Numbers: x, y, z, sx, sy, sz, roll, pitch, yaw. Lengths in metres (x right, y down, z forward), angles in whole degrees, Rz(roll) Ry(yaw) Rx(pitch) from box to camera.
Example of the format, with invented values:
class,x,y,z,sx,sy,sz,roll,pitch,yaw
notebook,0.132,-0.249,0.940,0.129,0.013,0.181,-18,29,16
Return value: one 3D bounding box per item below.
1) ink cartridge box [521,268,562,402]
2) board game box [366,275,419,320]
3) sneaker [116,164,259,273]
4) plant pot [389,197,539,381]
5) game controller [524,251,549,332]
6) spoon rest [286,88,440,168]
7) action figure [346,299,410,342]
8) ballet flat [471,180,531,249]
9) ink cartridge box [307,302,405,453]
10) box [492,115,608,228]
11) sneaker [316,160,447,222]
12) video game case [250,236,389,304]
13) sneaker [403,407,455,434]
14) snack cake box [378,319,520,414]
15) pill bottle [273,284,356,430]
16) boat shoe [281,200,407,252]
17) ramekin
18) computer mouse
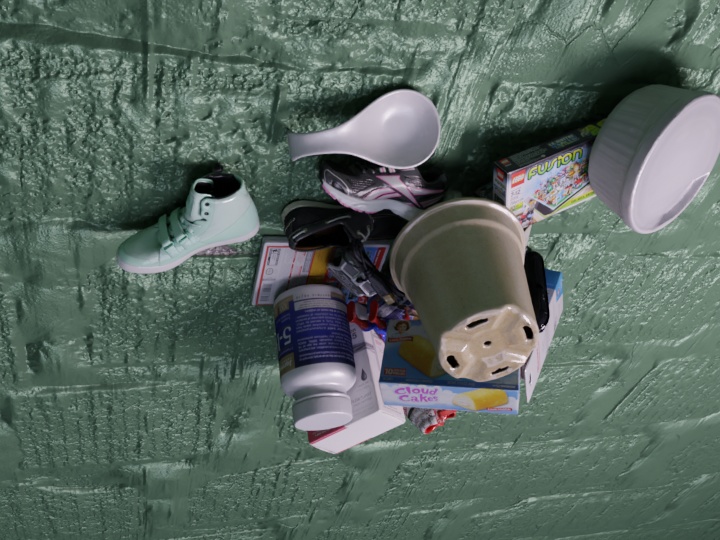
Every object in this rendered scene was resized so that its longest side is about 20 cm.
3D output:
class,x,y,z,sx,sy,sz,roll,pitch,yaw
ink cartridge box,0.283,0.106,1.278,0.066,0.201,0.116,14,148,25
board game box,0.114,0.031,1.185,0.134,0.035,0.200,17,145,-24
sneaker,-0.238,-0.072,0.994,0.198,0.074,0.119,-20,148,-10
plant pot,0.150,0.038,1.010,0.198,0.185,0.202,-5,132,-5
game controller,0.255,0.049,1.211,0.042,0.201,0.105,31,124,-12
spoon rest,0.006,-0.172,0.959,0.197,0.061,0.101,-10,103,-4
action figure,0.049,0.093,1.211,0.065,0.052,0.200,-8,153,26
ballet flat,0.231,-0.071,1.161,0.071,0.073,0.201,-24,141,10
ink cartridge box,-0.024,0.177,1.246,0.146,0.202,0.083,-29,143,23
box,0.279,-0.135,1.071,0.198,0.035,0.111,-23,134,-16
sneaker,0.034,-0.129,1.035,0.198,0.080,0.087,10,118,-32
video game case,-0.065,0.003,1.184,0.197,0.018,0.144,0,138,-18
sneaker,0.134,0.182,1.251,0.067,0.108,0.202,-9,140,-47
snack cake box,0.133,0.138,1.099,0.197,0.116,0.068,1,141,12
pill bottle,-0.068,0.135,1.161,0.118,0.202,0.120,-7,154,-4
boat shoe,-0.014,-0.057,1.094,0.197,0.068,0.072,-1,137,-19
ramekin,0.403,-0.161,1.041,0.201,0.094,0.204,-24,133,-28
computer mouse,0.000,0.000,1.084,0.110,0.200,0.044,44,81,-13
